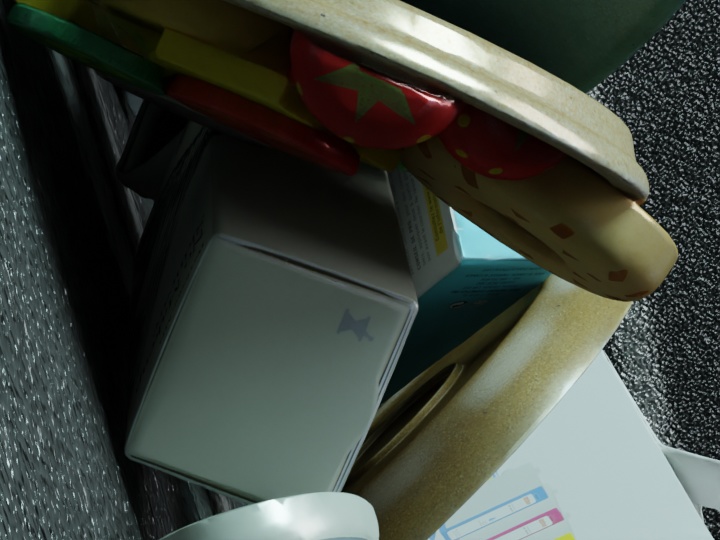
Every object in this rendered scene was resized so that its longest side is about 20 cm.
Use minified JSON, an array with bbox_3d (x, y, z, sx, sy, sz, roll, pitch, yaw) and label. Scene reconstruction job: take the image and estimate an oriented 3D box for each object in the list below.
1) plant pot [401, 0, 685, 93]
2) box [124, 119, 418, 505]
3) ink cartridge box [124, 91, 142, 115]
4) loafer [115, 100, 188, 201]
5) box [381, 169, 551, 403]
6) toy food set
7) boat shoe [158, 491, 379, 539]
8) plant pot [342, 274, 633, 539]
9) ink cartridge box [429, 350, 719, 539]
[{"bbox_3d":[0.067,-0.147,0.931,0.141,0.141,0.200,44,-22,-12],"label":"plant pot"},{"bbox_3d":[-0.032,0.003,0.954,0.200,0.068,0.082,-102,-147,-73],"label":"box"},{"bbox_3d":[-0.080,-0.183,1.180,0.145,0.087,0.200,73,5,-54],"label":"ink cartridge box"},{"bbox_3d":[-0.028,-0.109,1.054,0.070,0.070,0.200,35,-74,54],"label":"loafer"},{"bbox_3d":[0.000,0.000,1.101,0.200,0.049,0.082,-40,-123,52],"label":"box"},{"bbox_3d":[-0.005,-0.053,0.890,0.200,0.198,0.049,25,88,-62],"label":"toy food set"},{"bbox_3d":[-0.018,0.121,0.881,0.201,0.070,0.072,79,-6,-69],"label":"boat shoe"},{"bbox_3d":[0.021,0.064,1.065,0.027,0.200,0.200,46,4,-4],"label":"plant pot"},{"bbox_3d":[0.076,0.142,1.312,0.129,0.200,0.125,74,-10,-53],"label":"ink cartridge box"}]
